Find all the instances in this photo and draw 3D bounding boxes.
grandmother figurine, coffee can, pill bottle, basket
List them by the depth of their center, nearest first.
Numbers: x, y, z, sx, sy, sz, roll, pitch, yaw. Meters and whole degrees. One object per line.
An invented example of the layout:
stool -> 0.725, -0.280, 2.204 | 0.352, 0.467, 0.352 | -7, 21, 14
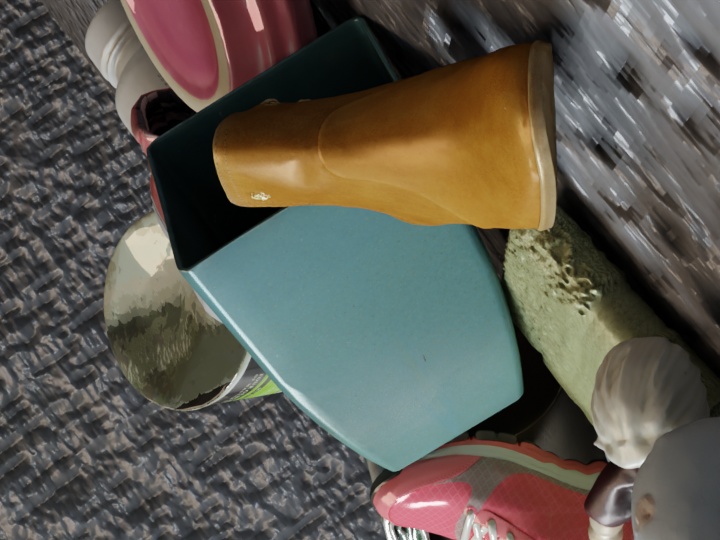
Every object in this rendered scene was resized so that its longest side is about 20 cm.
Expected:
grandmother figurine -> 0.155, 0.103, 0.753 | 0.200, 0.120, 0.061 | 54, -155, -37
basket -> 0.093, 0.121, 1.089 | 0.201, 0.134, 0.182 | 68, -161, -50
coffee can -> -0.075, 0.022, 1.278 | 0.147, 0.147, 0.199 | 49, -151, 24
pill bottle -> -0.132, -0.135, 1.355 | 0.200, 0.114, 0.115 | 50, 173, 22

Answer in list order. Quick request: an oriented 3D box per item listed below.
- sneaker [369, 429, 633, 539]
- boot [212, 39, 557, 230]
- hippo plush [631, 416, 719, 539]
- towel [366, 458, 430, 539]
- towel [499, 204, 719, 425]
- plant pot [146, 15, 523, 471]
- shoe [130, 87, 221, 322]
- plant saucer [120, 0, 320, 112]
sneaker -> 0.102, 0.148, 0.950 | 0.074, 0.198, 0.087 | 94, -178, -54
boot -> 0.008, -0.050, 0.706 | 0.201, 0.142, 0.072 | 78, -167, -85
hippo plush -> 0.157, 0.147, 0.626 | 0.200, 0.159, 0.161 | 34, 159, 52
towel -> 0.024, 0.147, 1.112 | 0.201, 0.030, 0.150 | -107, 4, -57
towel -> 0.126, 0.041, 0.865 | 0.149, 0.036, 0.200 | 51, 174, 15
plant pot -> 0.000, 0.000, 0.923 | 0.201, 0.140, 0.142 | 57, -175, -34
shoe -> -0.092, -0.043, 1.058 | 0.200, 0.071, 0.092 | 46, 156, 52
plant saucer -> -0.096, -0.168, 0.989 | 0.201, 0.051, 0.201 | 50, 156, 31
